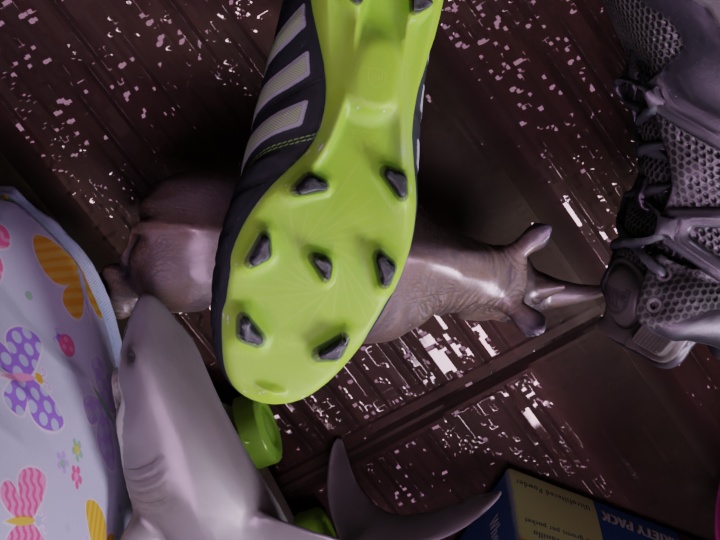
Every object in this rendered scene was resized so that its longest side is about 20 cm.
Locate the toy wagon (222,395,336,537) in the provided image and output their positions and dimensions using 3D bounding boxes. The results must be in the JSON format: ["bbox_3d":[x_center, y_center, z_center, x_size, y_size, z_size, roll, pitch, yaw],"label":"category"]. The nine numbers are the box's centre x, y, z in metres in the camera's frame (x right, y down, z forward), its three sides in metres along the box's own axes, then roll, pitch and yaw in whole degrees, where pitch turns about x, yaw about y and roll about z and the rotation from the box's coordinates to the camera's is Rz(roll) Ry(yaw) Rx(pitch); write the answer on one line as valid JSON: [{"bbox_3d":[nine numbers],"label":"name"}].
[{"bbox_3d":[-0.105,0.101,1.148,0.155,0.040,0.200,-20,123,9],"label":"toy wagon"}]

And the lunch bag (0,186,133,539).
[{"bbox_3d":[-0.158,0.085,1.019,0.127,0.170,0.200,0,121,12],"label":"lunch bag"}]

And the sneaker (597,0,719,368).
[{"bbox_3d":[0.120,-0.040,1.020,0.114,0.076,0.200,-35,107,-2],"label":"sneaker"}]

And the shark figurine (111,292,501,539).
[{"bbox_3d":[-0.022,0.104,1.056,0.089,0.128,0.214,-1,159,32],"label":"shark figurine"}]

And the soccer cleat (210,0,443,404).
[{"bbox_3d":[-0.011,-0.050,0.989,0.067,0.081,0.200,14,90,-14],"label":"soccer cleat"}]

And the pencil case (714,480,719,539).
[{"bbox_3d":[0.253,0.114,1.158,0.200,0.088,0.088,14,122,-15],"label":"pencil case"}]

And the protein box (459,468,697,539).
[{"bbox_3d":[0.082,0.236,1.155,0.135,0.199,0.200,22,120,-18],"label":"protein box"}]

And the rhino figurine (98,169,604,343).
[{"bbox_3d":[0.000,0.000,1.053,0.200,0.060,0.087,7,167,-10],"label":"rhino figurine"}]
